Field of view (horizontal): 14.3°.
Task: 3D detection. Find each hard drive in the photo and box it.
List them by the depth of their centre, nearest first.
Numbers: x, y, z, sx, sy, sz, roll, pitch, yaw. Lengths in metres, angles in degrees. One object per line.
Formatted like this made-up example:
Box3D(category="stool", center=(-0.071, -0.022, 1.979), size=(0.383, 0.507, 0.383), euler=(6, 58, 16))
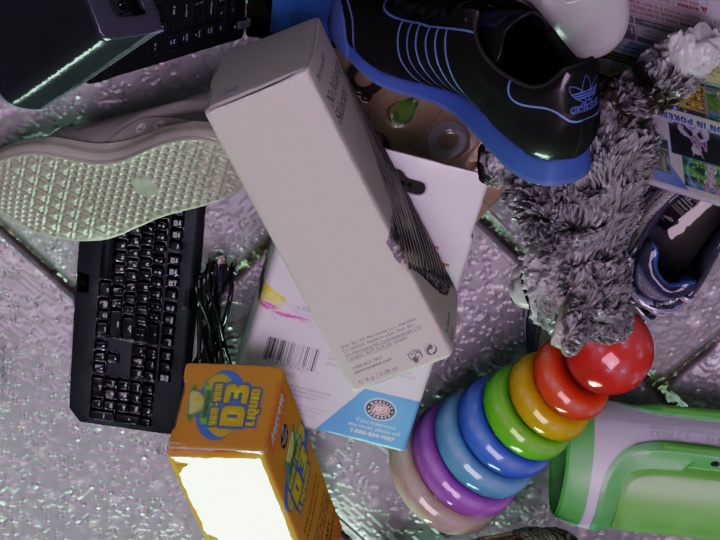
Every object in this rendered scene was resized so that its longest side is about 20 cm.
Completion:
Box3D(category="hard drive", center=(-0.200, -0.197, 1.609), size=(0.135, 0.042, 0.200), euler=(-27, 88, 44))

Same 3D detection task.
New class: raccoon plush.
Box3D(category="raccoon plush", center=(0.144, -0.037, 1.633), size=(0.097, 0.134, 0.200), euler=(-13, 165, -32))

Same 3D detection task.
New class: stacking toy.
Box3D(category="stacking toy", center=(0.106, 0.083, 1.770), size=(0.085, 0.085, 0.200), euler=(34, 130, -17))

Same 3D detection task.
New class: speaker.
Box3D(category="speaker", center=(0.224, 0.131, 1.828), size=(0.199, 0.089, 0.089), euler=(7, 117, -4))

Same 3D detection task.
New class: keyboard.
Box3D(category="keyboard", center=(-0.127, 0.018, 1.791), size=(0.104, 0.040, 0.200), euler=(5, 118, -2))

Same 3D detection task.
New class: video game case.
Box3D(category="video game case", center=(0.191, -0.119, 1.647), size=(0.200, 0.022, 0.183), euler=(20, 135, 37))

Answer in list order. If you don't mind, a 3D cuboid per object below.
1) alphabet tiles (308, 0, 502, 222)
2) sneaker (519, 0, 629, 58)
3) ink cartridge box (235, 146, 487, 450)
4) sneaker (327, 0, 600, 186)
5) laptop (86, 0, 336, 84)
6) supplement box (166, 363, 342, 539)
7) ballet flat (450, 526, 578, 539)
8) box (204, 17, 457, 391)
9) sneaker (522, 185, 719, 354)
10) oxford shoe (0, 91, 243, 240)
Box3D(category="alphabet tiles", center=(0.039, -0.111, 1.746), size=(0.166, 0.006, 0.200), euler=(36, 111, -17))
Box3D(category="sneaker", center=(0.103, -0.190, 1.563), size=(0.076, 0.081, 0.200), euler=(-33, 125, -7))
Box3D(category="ink cartridge box", center=(0.000, 0.000, 1.761), size=(0.115, 0.068, 0.200), euler=(14, 118, -6))
Box3D(category="sneaker", center=(0.060, -0.128, 1.603), size=(0.070, 0.200, 0.078), euler=(-27, 139, -36))
Box3D(category="laptop", center=(-0.050, -0.195, 1.643), size=(0.103, 0.200, 0.178), euler=(26, 122, 36))
Box3D(category="supplement box", center=(-0.064, 0.137, 1.787), size=(0.069, 0.067, 0.200), euler=(1, 147, 15))
Box3D(category="ballet flat", center=(0.050, 0.198, 1.837), size=(0.200, 0.068, 0.075), euler=(-21, 147, 39))
Box3D(category="box", center=(-0.014, -0.037, 1.658), size=(0.068, 0.082, 0.200), euler=(-21, 116, 14))
Box3D(category="sneaker", center=(0.169, -0.004, 1.758), size=(0.077, 0.085, 0.200), euler=(33, 113, -16))
Box3D(category="oxford shoe", center=(-0.142, -0.065, 1.725), size=(0.200, 0.058, 0.075), euler=(-10, 127, 33))
